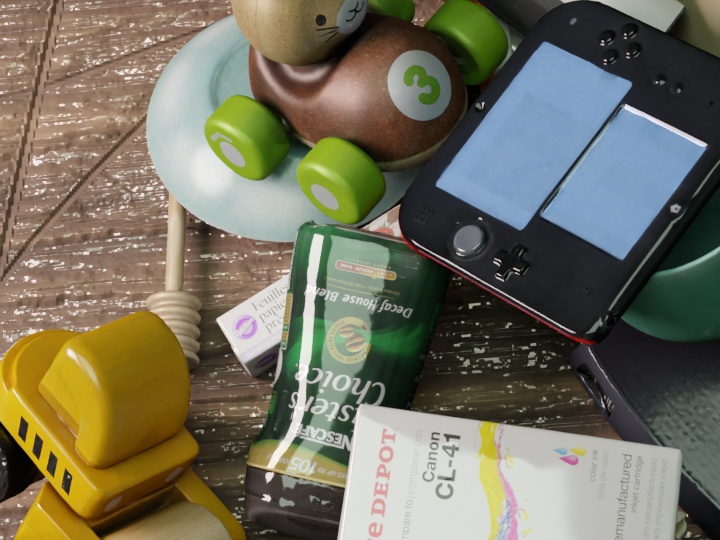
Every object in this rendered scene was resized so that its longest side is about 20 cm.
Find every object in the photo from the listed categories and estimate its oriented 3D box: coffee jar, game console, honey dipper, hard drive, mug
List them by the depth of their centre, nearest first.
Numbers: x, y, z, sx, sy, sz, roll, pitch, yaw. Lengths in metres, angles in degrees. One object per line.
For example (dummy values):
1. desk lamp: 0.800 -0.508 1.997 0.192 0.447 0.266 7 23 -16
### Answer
1. game console: 0.135 -0.066 1.658 0.177 0.031 0.200 29 77 40
2. mug: 0.223 -0.039 1.687 0.185 0.114 0.152 -29 49 8
3. coffee jar: -0.010 0.074 1.726 0.104 0.085 0.200 12 88 -1
4. hard drive: 0.240 0.088 1.731 0.135 0.042 0.200 -38 71 -6
5. honey dipper: -0.123 -0.030 1.829 0.038 0.038 0.200 -1 67 7

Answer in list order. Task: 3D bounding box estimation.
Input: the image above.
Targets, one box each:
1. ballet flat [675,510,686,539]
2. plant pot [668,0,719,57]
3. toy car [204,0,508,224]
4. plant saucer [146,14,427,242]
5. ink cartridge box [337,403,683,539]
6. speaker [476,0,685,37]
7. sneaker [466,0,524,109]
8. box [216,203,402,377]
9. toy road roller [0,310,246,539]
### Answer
1. ballet flat: 0.198 0.192 1.700 0.200 0.071 0.065 42 54 16
2. plant pot: 0.299 -0.182 1.768 0.200 0.134 0.200 -2 71 7
3. toy car: -0.020 -0.163 1.698 0.158 0.200 0.164 25 62 33
4. plant saucer: -0.047 -0.113 1.818 0.201 0.039 0.201 -1 58 2
5. ink cartridge box: 0.085 0.170 1.624 0.200 0.086 0.148 8 73 0
6. speaker: 0.110 -0.200 1.769 0.200 0.081 0.081 37 79 2
7. sneaker: 0.122 -0.121 1.815 0.092 0.076 0.200 -4 60 -21
8. box: 0.000 0.000 1.796 0.200 0.041 0.039 -32 70 -5
9. toy road roller: -0.152 0.119 1.701 0.200 0.146 0.123 48 39 16
